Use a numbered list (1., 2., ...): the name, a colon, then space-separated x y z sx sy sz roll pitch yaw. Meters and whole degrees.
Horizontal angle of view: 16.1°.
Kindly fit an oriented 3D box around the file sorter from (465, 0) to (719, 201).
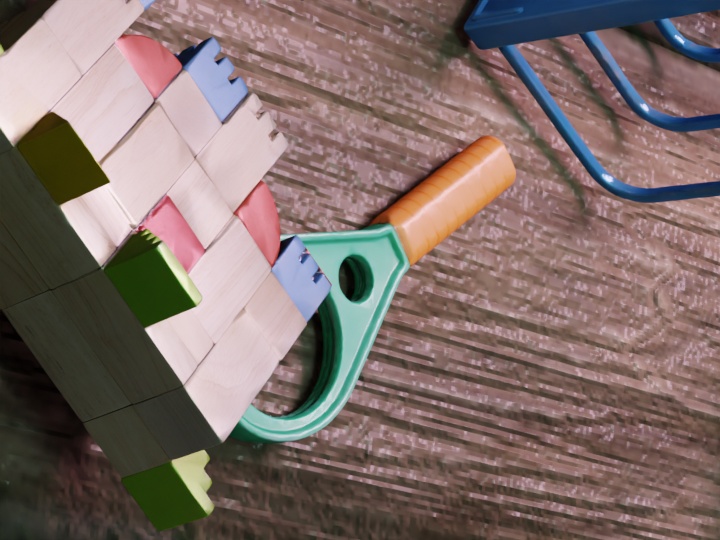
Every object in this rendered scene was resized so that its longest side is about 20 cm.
1. file sorter: 0.169 -0.143 1.134 0.123 0.139 0.200 51 53 -30

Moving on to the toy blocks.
1. toy blocks: -0.080 -0.029 0.915 0.200 0.100 0.137 56 37 -17

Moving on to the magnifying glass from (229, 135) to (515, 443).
1. magnifying glass: 0.000 0.000 1.033 0.200 0.022 0.080 -40 112 -42
